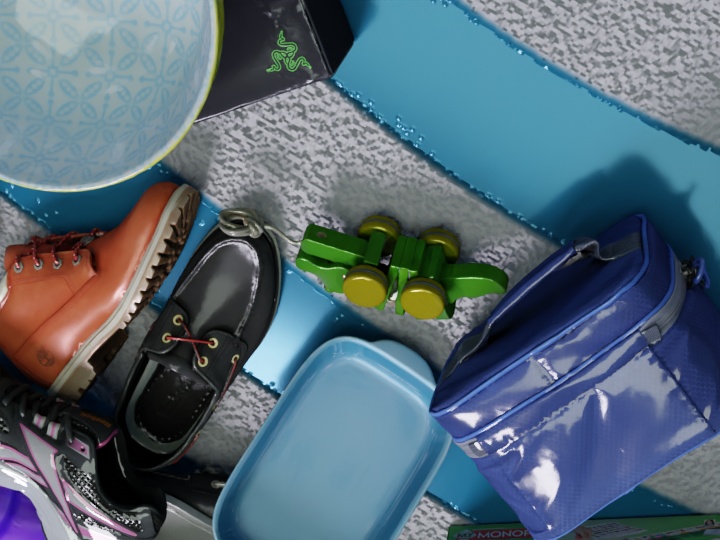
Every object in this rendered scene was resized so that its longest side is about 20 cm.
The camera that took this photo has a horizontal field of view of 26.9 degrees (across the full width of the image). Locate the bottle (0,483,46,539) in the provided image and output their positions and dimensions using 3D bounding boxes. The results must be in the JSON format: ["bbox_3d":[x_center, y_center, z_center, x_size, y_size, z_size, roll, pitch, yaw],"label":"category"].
[{"bbox_3d":[-0.242,0.194,1.090,0.083,0.065,0.200,-39,130,11],"label":"bottle"}]

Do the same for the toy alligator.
[{"bbox_3d":[0.000,0.000,1.017,0.198,0.060,0.055,12,137,6],"label":"toy alligator"}]

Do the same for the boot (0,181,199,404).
[{"bbox_3d":[-0.193,0.000,1.046,0.107,0.075,0.200,39,114,-1],"label":"boot"}]

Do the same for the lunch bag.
[{"bbox_3d":[0.146,0.057,0.969,0.200,0.136,0.132,-38,101,21],"label":"lunch bag"}]

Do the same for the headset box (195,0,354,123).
[{"bbox_3d":[-0.116,-0.184,0.944,0.198,0.093,0.175,-16,109,16],"label":"headset box"}]

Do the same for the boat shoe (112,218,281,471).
[{"bbox_3d":[-0.114,0.056,1.059,0.073,0.063,0.202,29,112,1],"label":"boat shoe"}]

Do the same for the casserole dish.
[{"bbox_3d":[-0.019,0.141,1.051,0.121,0.039,0.201,32,85,-1],"label":"casserole dish"}]

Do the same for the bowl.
[{"bbox_3d":[-0.163,-0.157,0.853,0.198,0.108,0.202,4,113,9],"label":"bowl"}]

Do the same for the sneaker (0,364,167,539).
[{"bbox_3d":[-0.208,0.118,1.044,0.200,0.080,0.086,46,117,-7],"label":"sneaker"}]

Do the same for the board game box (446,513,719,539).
[{"bbox_3d":[0.152,0.218,1.033,0.198,0.135,0.029,-5,111,13],"label":"board game box"}]

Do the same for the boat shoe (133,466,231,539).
[{"bbox_3d":[-0.102,0.179,1.106,0.198,0.061,0.074,17,140,6],"label":"boat shoe"}]
